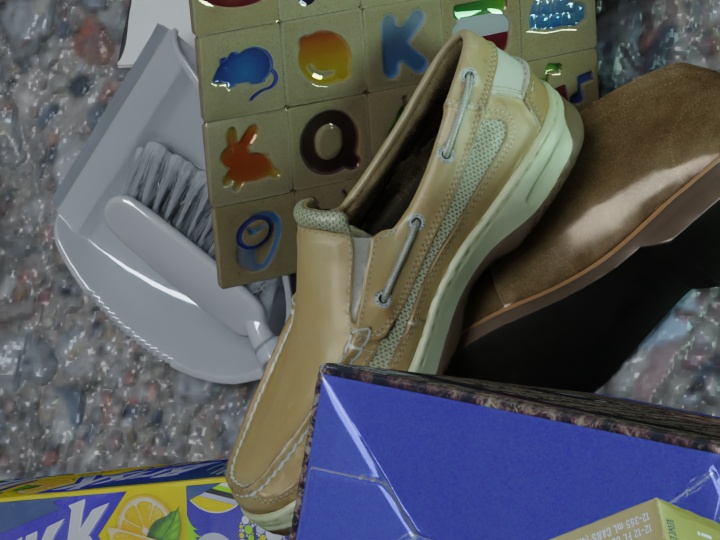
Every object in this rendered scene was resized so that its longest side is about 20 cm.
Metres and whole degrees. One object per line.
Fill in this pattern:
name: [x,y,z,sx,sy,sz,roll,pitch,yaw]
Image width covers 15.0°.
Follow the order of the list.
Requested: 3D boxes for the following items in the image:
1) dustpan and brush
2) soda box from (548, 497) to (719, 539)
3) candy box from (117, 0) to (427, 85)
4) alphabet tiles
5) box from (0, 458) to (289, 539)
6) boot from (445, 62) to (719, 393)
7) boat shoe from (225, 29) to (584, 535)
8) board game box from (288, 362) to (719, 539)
dustpan and brush: [-0.047,0.013,1.130,0.200,0.057,0.140,41,135,3]
soda box: [0.026,0.136,0.812,0.200,0.064,0.068,-25,61,28]
candy box: [-0.009,-0.171,1.134,0.167,0.071,0.201,5,82,50]
alphabet tiles: [0.016,-0.072,1.048,0.006,0.166,0.201,-142,43,-60]
box: [-0.094,0.117,1.123,0.199,0.064,0.070,-7,92,30]
boot: [0.077,-0.002,1.066,0.200,0.074,0.076,-36,57,6]
boat shoe: [0.000,0.000,1.022,0.072,0.076,0.200,15,71,55]
board game box: [0.095,0.097,0.934,0.159,0.200,0.097,10,90,33]
